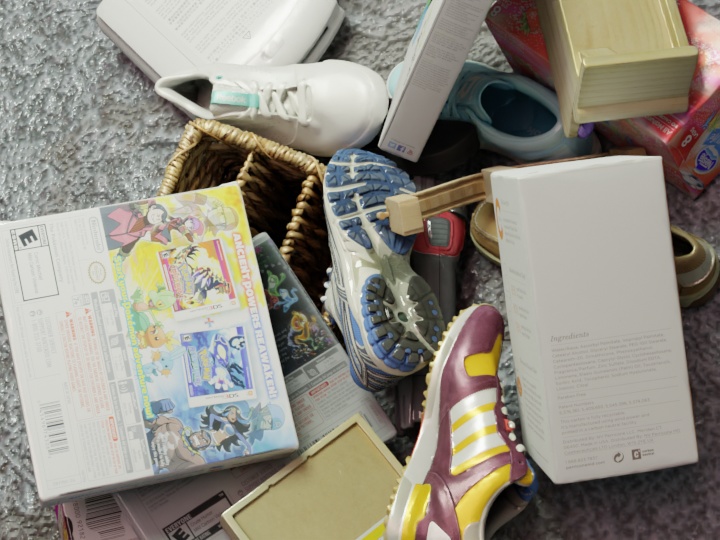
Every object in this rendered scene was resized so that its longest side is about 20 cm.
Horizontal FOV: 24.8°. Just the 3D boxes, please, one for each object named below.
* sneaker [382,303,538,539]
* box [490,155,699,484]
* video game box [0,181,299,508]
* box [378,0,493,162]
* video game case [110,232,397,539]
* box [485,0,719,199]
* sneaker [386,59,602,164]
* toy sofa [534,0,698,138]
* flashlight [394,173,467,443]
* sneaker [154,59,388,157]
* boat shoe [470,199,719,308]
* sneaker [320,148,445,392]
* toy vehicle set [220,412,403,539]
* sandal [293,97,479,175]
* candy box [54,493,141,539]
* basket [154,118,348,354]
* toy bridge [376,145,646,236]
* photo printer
[{"bbox_3d":[0.085,0.119,1.121,0.090,0.075,0.200,10,67,20],"label":"sneaker"},{"bbox_3d":[0.153,0.028,1.096,0.097,0.124,0.200,-8,95,-3],"label":"box"},{"bbox_3d":[-0.153,0.050,1.152,0.182,0.047,0.200,-10,77,-13],"label":"video game box"},{"bbox_3d":[0.070,-0.196,1.194,0.036,0.200,0.144,21,48,-5],"label":"box"},{"bbox_3d":[-0.103,0.096,1.185,0.200,0.023,0.182,-31,83,-18],"label":"video game case"},{"bbox_3d":[0.203,-0.159,1.241,0.103,0.095,0.200,-47,56,-1],"label":"box"},{"bbox_3d":[0.097,-0.136,1.287,0.200,0.082,0.074,23,76,32],"label":"sneaker"},{"bbox_3d":[0.175,-0.197,1.176,0.083,0.098,0.200,-7,60,-4],"label":"toy sofa"},{"bbox_3d":[0.050,0.029,1.245,0.068,0.068,0.200,-10,68,30],"label":"flashlight"},{"bbox_3d":[-0.074,-0.130,1.278,0.200,0.088,0.075,7,94,37],"label":"sneaker"},{"bbox_3d":[0.166,-0.029,1.207,0.200,0.076,0.072,11,71,29],"label":"boat shoe"},{"bbox_3d":[0.000,0.000,1.207,0.085,0.077,0.200,126,144,-47],"label":"sneaker"},{"bbox_3d":[0.011,0.212,1.132,0.124,0.027,0.200,-34,74,-18],"label":"toy vehicle set"},{"bbox_3d":[0.013,-0.114,1.304,0.200,0.048,0.075,7,37,47],"label":"sandal"},{"bbox_3d":[-0.209,0.136,1.243,0.061,0.136,0.200,-12,71,-14],"label":"candy box"},{"bbox_3d":[-0.078,0.006,1.262,0.143,0.149,0.200,12,71,29],"label":"basket"},{"bbox_3d":[0.106,-0.061,1.202,0.200,0.067,0.027,-13,101,-14],"label":"toy bridge"},{"bbox_3d":[-0.118,-0.219,1.434,0.166,0.069,0.200,-47,57,0],"label":"photo printer"}]
